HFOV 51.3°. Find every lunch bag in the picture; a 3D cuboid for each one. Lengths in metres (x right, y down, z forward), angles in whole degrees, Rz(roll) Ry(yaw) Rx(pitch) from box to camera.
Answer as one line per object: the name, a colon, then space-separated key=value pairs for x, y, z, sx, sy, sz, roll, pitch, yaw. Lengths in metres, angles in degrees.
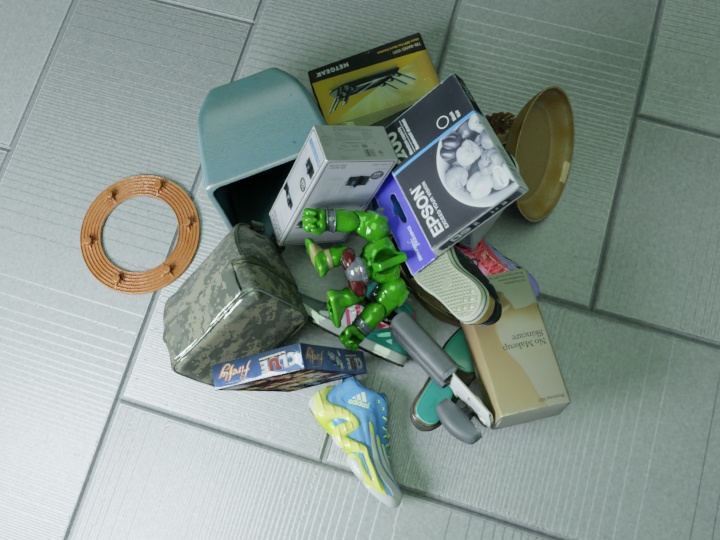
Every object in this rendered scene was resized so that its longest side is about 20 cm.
lunch bag: x=-0.190 y=0.044 z=1.091 sx=0.200 sy=0.139 sz=0.168 roll=-43 pitch=50 yaw=17

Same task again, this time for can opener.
can opener: x=0.102 y=0.148 z=1.030 sx=0.067 sy=0.053 sz=0.200 roll=-37 pitch=68 yaw=-18

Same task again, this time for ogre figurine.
ogre figurine: x=0.000 y=0.000 z=1.045 sx=0.119 sy=0.098 sz=0.201 roll=-19 pitch=81 yaw=-12

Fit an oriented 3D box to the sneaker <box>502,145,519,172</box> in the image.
sneaker: x=0.152 y=-0.180 z=1.052 sx=0.074 sy=0.085 sz=0.201 roll=-36 pitch=43 yaw=10

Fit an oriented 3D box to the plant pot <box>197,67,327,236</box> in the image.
plant pot: x=-0.142 y=-0.187 z=1.151 sx=0.195 sy=0.196 sz=0.201 roll=-20 pitch=65 yaw=-2

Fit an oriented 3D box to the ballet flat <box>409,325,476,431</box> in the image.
ballet flat: x=0.134 y=0.150 z=1.098 sx=0.068 sy=0.069 sz=0.200 roll=37 pitch=69 yaw=13

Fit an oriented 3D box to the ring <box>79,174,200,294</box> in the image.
ring: x=-0.359 y=-0.061 z=1.212 sx=0.198 sy=0.019 sz=0.202 roll=-1 pitch=75 yaw=4

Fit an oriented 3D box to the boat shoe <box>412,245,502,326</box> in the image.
boat shoe: x=0.127 y=0.010 z=1.022 sx=0.075 sy=0.062 sz=0.200 roll=-54 pitch=38 yaw=15

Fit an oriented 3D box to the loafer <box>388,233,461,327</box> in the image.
loafer: x=0.106 y=0.013 z=1.139 sx=0.199 sy=0.067 sz=0.076 roll=36 pitch=80 yaw=11

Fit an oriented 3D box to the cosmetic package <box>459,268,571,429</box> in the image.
cosmetic package: x=0.207 y=0.107 z=1.042 sx=0.104 sy=0.071 sz=0.201 roll=-12 pitch=65 yaw=-6

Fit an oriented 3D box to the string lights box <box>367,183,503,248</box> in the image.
string lights box: x=0.104 y=-0.115 z=1.110 sx=0.199 sy=0.059 sz=0.103 roll=23 pitch=53 yaw=28

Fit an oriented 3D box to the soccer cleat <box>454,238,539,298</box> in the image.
soccer cleat: x=0.185 y=-0.017 z=1.137 sx=0.200 sy=0.077 sz=0.067 roll=39 pitch=82 yaw=13

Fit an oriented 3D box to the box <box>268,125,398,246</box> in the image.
box: x=-0.044 y=-0.116 z=1.062 sx=0.116 sy=0.200 sz=0.060 roll=-6 pitch=61 yaw=-29

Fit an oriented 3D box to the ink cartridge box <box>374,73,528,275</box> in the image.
ink cartridge box: x=0.097 y=-0.129 z=1.015 sx=0.200 sy=0.043 sz=0.199 roll=-38 pitch=62 yaw=25

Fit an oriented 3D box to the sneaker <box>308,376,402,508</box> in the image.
sneaker: x=0.016 y=0.237 z=1.084 sx=0.105 sy=0.076 sz=0.200 roll=-38 pitch=76 yaw=-7

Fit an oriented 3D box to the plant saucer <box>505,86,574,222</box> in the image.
plant saucer: x=0.264 y=-0.175 z=1.129 sx=0.035 sy=0.200 sz=0.201 roll=15 pitch=75 yaw=36

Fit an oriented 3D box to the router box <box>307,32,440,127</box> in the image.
router box: x=0.032 y=-0.279 z=1.226 sx=0.199 sy=0.052 sz=0.158 roll=-20 pitch=76 yaw=-2

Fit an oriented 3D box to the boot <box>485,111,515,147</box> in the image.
boot: x=0.162 y=-0.175 z=1.180 sx=0.199 sy=0.107 sz=0.075 roll=-4 pitch=49 yaw=30

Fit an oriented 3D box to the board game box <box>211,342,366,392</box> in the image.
board game box: x=-0.092 y=0.137 z=1.034 sx=0.135 sy=0.200 sz=0.035 roll=-17 pitch=75 yaw=21

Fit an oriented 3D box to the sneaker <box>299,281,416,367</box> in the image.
sneaker: x=-0.001 y=0.049 z=1.127 sx=0.199 sy=0.084 sz=0.121 roll=26 pitch=83 yaw=2
